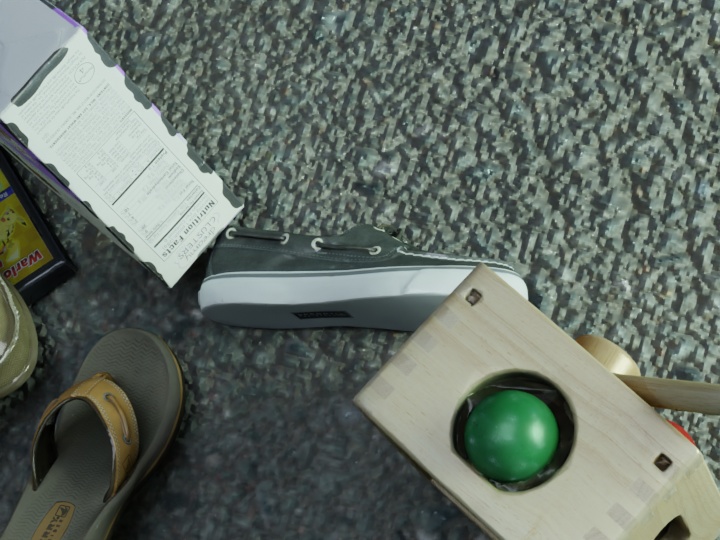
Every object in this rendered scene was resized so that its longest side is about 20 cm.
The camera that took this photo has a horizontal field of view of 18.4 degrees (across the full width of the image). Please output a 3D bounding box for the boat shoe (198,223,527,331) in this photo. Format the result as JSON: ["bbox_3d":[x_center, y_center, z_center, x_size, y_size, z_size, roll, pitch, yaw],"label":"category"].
[{"bbox_3d":[0.000,0.000,1.301,0.200,0.069,0.057,0,71,18],"label":"boat shoe"}]

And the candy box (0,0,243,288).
[{"bbox_3d":[-0.181,-0.098,1.295,0.072,0.200,0.168,-49,53,-6],"label":"candy box"}]

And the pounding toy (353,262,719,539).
[{"bbox_3d":[0.118,0.089,1.163,0.184,0.200,0.142,42,85,24],"label":"pounding toy"}]

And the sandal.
[{"bbox_3d":[-0.163,0.103,1.282,0.082,0.055,0.200,5,46,28],"label":"sandal"}]

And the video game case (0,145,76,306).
[{"bbox_3d":[-0.305,-0.014,1.413,0.200,0.026,0.181,-34,66,1],"label":"video game case"}]

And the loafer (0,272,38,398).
[{"bbox_3d":[-0.266,-0.004,1.347,0.076,0.067,0.200,-38,66,-1],"label":"loafer"}]
